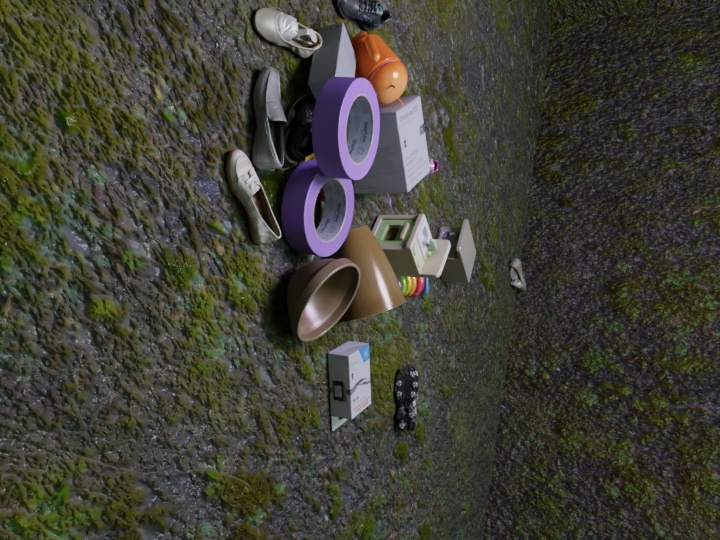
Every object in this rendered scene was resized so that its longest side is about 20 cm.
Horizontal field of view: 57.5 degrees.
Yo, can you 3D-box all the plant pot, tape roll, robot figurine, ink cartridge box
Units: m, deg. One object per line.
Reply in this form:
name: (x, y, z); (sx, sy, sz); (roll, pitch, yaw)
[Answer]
plant pot: (-0.096, 0.046, 1.437); (0.200, 0.092, 0.203); (-41, 154, -25)
tape roll: (-0.027, -0.295, 1.365); (0.199, 0.064, 0.207); (9, 90, -67)
robot figurine: (0.039, -0.489, 1.594); (0.114, 0.202, 0.145); (-18, 151, -35)
plant pot: (0.000, 0.000, 1.597); (0.185, 0.182, 0.207); (-22, 99, -60)
tape roll: (-0.092, -0.138, 1.457); (0.199, 0.064, 0.207); (-31, 127, -54)
ink cartridge box: (-0.025, 0.296, 1.665); (0.115, 0.065, 0.207); (-21, 111, -61)

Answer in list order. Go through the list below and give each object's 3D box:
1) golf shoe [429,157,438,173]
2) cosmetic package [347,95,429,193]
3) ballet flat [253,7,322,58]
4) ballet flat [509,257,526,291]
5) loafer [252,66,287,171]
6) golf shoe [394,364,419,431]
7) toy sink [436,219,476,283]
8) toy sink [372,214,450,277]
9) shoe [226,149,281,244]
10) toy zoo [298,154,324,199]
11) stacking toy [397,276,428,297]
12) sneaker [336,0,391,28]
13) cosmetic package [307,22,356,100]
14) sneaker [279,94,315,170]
golf shoe: (0.170, -0.324, 1.968); (0.198, 0.089, 0.078); (-11, 104, -60)
cosmetic package: (0.068, -0.323, 1.686); (0.165, 0.160, 0.206); (-45, 131, -51)
ballet flat: (-0.143, -0.499, 1.366); (0.198, 0.067, 0.072); (-3, 96, -62)
ballet flat: (0.755, 0.034, 3.186); (0.067, 0.067, 0.204); (-42, 126, -28)
loafer: (-0.175, -0.304, 1.315); (0.069, 0.068, 0.208); (-5, 96, -62)
golf shoe: (0.142, 0.387, 2.017); (0.088, 0.074, 0.207); (-21, 115, -81)
toy sink: (0.320, -0.070, 2.262); (0.202, 0.109, 0.133); (62, 41, -52)
toy sink: (0.128, -0.070, 1.776); (0.132, 0.194, 0.114); (-64, 144, -35)
shoe: (-0.206, -0.144, 1.287); (0.070, 0.052, 0.205); (-55, 139, -45)
toy zoo: (-0.094, -0.248, 1.532); (0.199, 0.020, 0.136); (30, 66, -60)
stacking toy: (0.101, 0.036, 1.873); (0.197, 0.114, 0.114); (-16, 104, -49)
sneaker: (0.009, -0.659, 1.635); (0.198, 0.077, 0.078); (-7, 98, -61)
cosmetic package: (-0.061, -0.450, 1.473); (0.103, 0.072, 0.204); (61, 27, -46)
sneaker: (-0.108, -0.302, 1.389); (0.073, 0.110, 0.204); (42, 54, -34)
